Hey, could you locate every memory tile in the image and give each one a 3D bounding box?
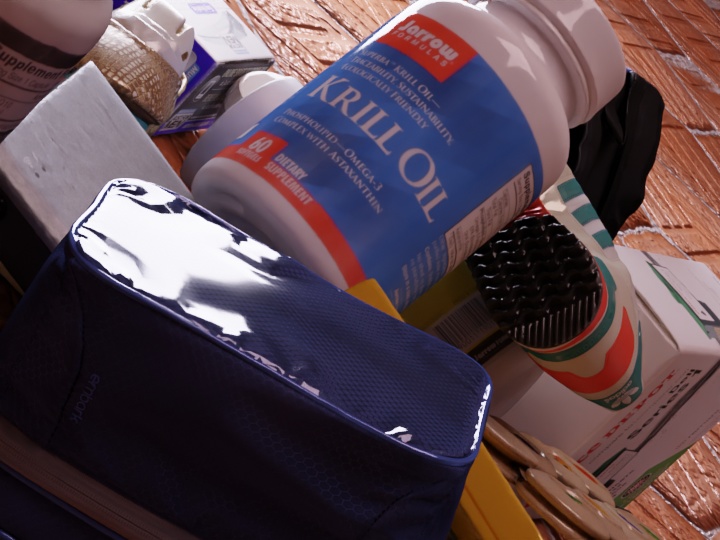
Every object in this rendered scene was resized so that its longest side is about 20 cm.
[{"bbox_3d":[0.119,0.124,1.328,0.153,0.017,0.200,41,5,23],"label":"memory tile"}]

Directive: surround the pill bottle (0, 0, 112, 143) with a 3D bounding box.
[{"bbox_3d":[-0.169,-0.099,1.054,0.113,0.200,0.113,41,16,-15],"label":"pill bottle"}]

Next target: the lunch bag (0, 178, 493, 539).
[{"bbox_3d":[-0.049,0.074,1.042,0.200,0.133,0.136,30,17,1],"label":"lunch bag"}]

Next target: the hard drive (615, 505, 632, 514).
[{"bbox_3d":[0.155,0.205,1.399,0.140,0.033,0.200,54,13,-2],"label":"hard drive"}]

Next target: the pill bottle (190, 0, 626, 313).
[{"bbox_3d":[0.027,-0.059,1.288,0.112,0.200,0.112,41,-23,21],"label":"pill bottle"}]

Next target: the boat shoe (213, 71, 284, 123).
[{"bbox_3d":[-0.011,-0.021,1.513,0.200,0.069,0.072,42,37,9],"label":"boat shoe"}]

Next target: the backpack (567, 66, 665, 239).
[{"bbox_3d":[0.085,-0.052,1.616,0.154,0.191,0.200,35,9,27],"label":"backpack"}]

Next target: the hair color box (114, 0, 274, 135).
[{"bbox_3d":[-0.148,-0.169,1.537,0.200,0.065,0.109,46,15,7],"label":"hair color box"}]

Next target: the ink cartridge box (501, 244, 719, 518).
[{"bbox_3d":[0.135,0.065,1.532,0.084,0.146,0.200,51,17,18],"label":"ink cartridge box"}]

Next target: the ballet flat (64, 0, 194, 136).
[{"bbox_3d":[-0.114,-0.106,1.357,0.070,0.065,0.200,38,-3,-7],"label":"ballet flat"}]

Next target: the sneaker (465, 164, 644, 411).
[{"bbox_3d":[0.090,-0.008,1.364,0.093,0.070,0.200,51,12,-40],"label":"sneaker"}]

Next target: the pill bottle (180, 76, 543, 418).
[{"bbox_3d":[0.000,0.000,1.407,0.200,0.112,0.112,49,16,12],"label":"pill bottle"}]

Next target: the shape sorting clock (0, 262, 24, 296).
[{"bbox_3d":[-0.129,-0.026,1.272,0.200,0.039,0.200,41,16,-15],"label":"shape sorting clock"}]

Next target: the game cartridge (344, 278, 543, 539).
[{"bbox_3d":[0.051,0.121,1.233,0.177,0.032,0.200,57,-7,34],"label":"game cartridge"}]

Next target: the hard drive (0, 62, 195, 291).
[{"bbox_3d":[-0.088,0.014,1.183,0.200,0.033,0.140,54,21,-8],"label":"hard drive"}]
